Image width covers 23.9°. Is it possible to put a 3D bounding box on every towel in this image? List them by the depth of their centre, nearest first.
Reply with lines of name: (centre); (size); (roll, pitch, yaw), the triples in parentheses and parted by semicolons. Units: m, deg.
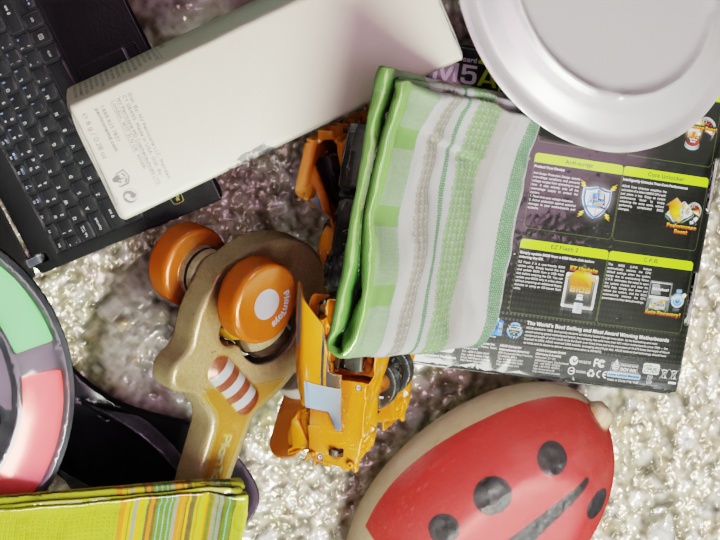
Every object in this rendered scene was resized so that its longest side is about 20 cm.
towel: (0.044, -0.026, 0.910); (0.030, 0.200, 0.150); (11, 95, 22)
towel: (-0.161, 0.159, 0.935); (0.198, 0.018, 0.087); (-2, 118, -19)

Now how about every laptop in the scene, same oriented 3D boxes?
laptop: (-0.209, -0.068, 0.925); (0.199, 0.103, 0.178); (-20, 106, 19)

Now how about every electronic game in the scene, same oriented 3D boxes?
electronic game: (-0.253, 0.068, 0.911); (0.198, 0.042, 0.202); (-2, 98, -13)

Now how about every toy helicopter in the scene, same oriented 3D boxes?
toy helicopter: (-0.070, 0.075, 0.983); (0.132, 0.079, 0.201); (11, 100, -49)

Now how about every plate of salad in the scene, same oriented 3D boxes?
plate of salad: (0.138, -0.167, 0.996); (0.199, 0.048, 0.202); (3, 83, -25)

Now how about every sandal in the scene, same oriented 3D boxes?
sandal: (-0.149, 0.107, 1.005); (0.199, 0.043, 0.076); (32, 91, -16)

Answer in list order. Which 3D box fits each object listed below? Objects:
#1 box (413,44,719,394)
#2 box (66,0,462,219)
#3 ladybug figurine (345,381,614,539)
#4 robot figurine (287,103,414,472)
box: (0.113, -0.031, 1.040); (0.198, 0.048, 0.195); (7, 96, -13)
box: (-0.053, -0.104, 0.903); (0.199, 0.082, 0.069); (-25, 106, -3)
ladybug figurine: (0.078, 0.153, 1.038); (0.200, 0.072, 0.136); (-45, 115, 7)
robot figurine: (0.000, 0.000, 0.941); (0.058, 0.145, 0.202); (7, 104, 16)
